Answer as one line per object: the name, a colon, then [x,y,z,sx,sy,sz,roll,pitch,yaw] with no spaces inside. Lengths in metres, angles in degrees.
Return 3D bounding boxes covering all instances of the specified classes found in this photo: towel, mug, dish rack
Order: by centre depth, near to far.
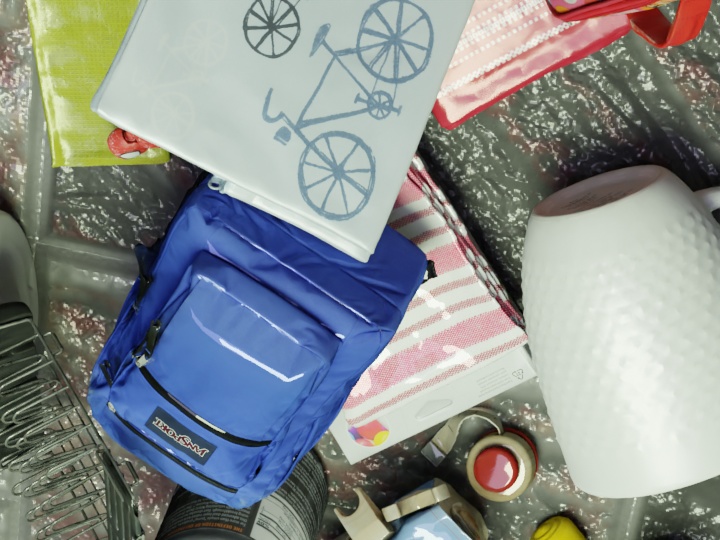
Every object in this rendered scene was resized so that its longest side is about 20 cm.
towel: [0.066,-0.200,1.328,0.144,0.023,0.201,-28,107,10]
mug: [0.199,0.021,1.364,0.199,0.148,0.176,-23,103,-11]
dish rack: [-0.192,0.127,1.373,0.054,0.200,0.154,-22,145,-20]
towel: [0.000,0.000,1.400,0.146,0.030,0.200,-28,107,24]
towel: [-0.177,-0.162,1.412,0.085,0.018,0.201,0,115,12]

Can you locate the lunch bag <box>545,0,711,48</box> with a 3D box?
lunch bag: [0.152,-0.211,1.207,0.081,0.200,0.177,-14,94,-15]

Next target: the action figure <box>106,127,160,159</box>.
action figure: [-0.079,-0.109,1.381,0.199,0.066,0.052,-16,129,25]

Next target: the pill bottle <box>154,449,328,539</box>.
pill bottle: [-0.088,0.195,1.457,0.106,0.200,0.107,4,118,8]

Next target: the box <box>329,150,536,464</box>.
box: [0.007,0.014,1.444,0.155,0.041,0.201,-28,106,23]

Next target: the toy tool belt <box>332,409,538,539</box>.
toy tool belt: [0.038,0.193,1.452,0.125,0.123,0.200,44,104,7]

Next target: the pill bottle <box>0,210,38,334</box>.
pill bottle: [-0.331,0.021,1.476,0.199,0.113,0.114,-5,114,13]

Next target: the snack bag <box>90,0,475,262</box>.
snack bag: [-0.044,-0.129,1.277,0.199,0.021,0.190,25,81,-18]

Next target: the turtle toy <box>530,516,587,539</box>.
turtle toy: [0.153,0.253,1.492,0.200,0.101,0.146,-34,104,24]

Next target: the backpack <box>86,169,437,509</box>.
backpack: [-0.083,0.048,1.341,0.162,0.168,0.200,37,129,1]
